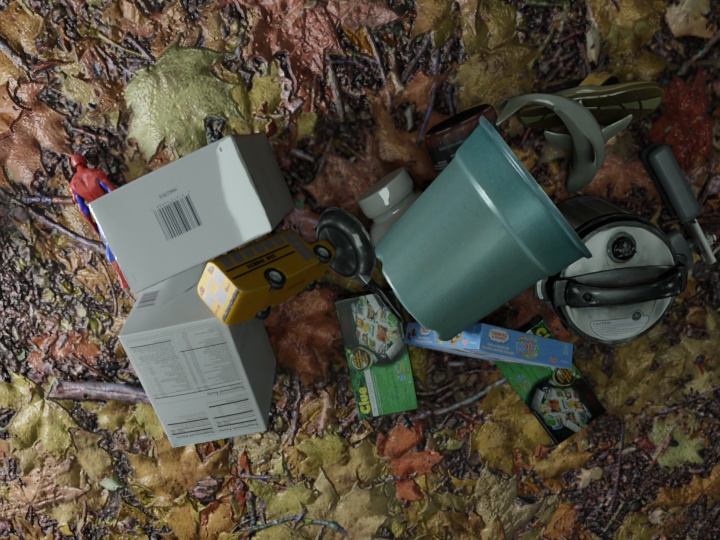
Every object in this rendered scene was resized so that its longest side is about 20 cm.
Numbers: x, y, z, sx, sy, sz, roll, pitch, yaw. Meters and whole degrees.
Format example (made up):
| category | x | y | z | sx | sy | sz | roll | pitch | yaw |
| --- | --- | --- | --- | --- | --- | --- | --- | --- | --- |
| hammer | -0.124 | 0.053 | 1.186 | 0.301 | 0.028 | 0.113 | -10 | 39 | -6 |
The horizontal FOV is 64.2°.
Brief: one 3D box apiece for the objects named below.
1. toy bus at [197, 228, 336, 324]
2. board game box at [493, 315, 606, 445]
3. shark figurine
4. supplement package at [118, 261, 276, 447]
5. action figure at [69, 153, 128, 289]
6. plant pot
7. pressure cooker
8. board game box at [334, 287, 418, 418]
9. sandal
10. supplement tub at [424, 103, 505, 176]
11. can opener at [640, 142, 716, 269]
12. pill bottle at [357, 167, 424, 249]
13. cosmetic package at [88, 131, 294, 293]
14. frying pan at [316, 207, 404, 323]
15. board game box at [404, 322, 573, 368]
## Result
| category | x | y | z | sx | sy | sz | roll | pitch | yaw |
| --- | --- | --- | --- | --- | --- | --- | --- | --- | --- |
| toy bus | -0.117 | 0.002 | 0.766 | 0.078 | 0.199 | 0.066 | 42 | 125 | 12 |
| board game box | 0.305 | 0.181 | 0.932 | 0.104 | 0.024 | 0.202 | -35 | 104 | 12 |
| shark figurine | 0.278 | -0.174 | 0.750 | 0.212 | 0.092 | 0.127 | 32 | 135 | -32 |
| supplement package | -0.222 | 0.116 | 0.830 | 0.145 | 0.153 | 0.205 | -11 | 121 | 4 |
| action figure | -0.375 | -0.077 | 0.851 | 0.064 | 0.052 | 0.205 | -23 | 100 | 2 |
| plant pot | 0.131 | -0.036 | 0.678 | 0.195 | 0.201 | 0.201 | -39 | 103 | 16 |
| pressure cooker | 0.327 | -0.001 | 0.786 | 0.177 | 0.201 | 0.177 | 39 | 103 | -11 |
| board game box | 0.027 | 0.133 | 0.913 | 0.101 | 0.024 | 0.207 | -10 | 105 | 2 |
| sandal | 0.316 | -0.240 | 0.790 | 0.192 | 0.081 | 0.056 | -3 | 71 | 10 |
| supplement tub | 0.169 | -0.116 | 0.803 | 0.104 | 0.107 | 0.205 | -22 | 106 | 7 |
| can opener | 0.460 | -0.087 | 0.836 | 0.065 | 0.053 | 0.204 | -28 | 104 | 9 |
| pill bottle | 0.080 | -0.038 | 0.823 | 0.110 | 0.113 | 0.203 | -32 | 104 | 10 |
| cosmetic package | -0.208 | -0.086 | 0.765 | 0.194 | 0.201 | 0.126 | -22 | 104 | 8 |
| frying pan | -0.012 | -0.001 | 0.849 | 0.113 | 0.031 | 0.195 | 0 | 118 | 48 |
| board game box | 0.171 | 0.103 | 0.804 | 0.147 | 0.199 | 0.038 | 13 | 80 | -22 |
